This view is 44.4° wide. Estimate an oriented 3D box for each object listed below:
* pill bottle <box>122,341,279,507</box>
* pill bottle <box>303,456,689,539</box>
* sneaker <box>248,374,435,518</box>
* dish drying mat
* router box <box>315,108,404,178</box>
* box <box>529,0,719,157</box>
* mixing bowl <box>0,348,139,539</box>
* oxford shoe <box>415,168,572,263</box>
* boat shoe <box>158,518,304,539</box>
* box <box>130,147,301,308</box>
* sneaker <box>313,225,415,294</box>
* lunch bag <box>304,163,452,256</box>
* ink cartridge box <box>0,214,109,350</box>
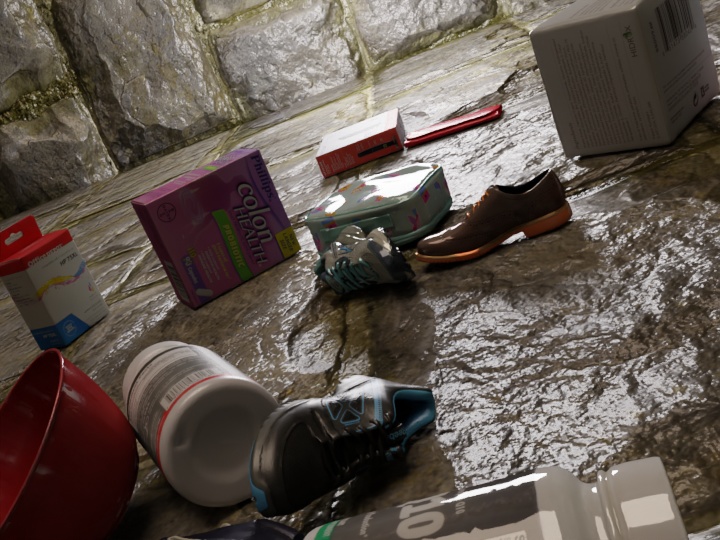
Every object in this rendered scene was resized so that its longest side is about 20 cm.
[{"bbox_3d":[-0.156,0.135,0.833,0.113,0.115,0.200,-29,19,-20],"label":"pill bottle"},{"bbox_3d":[0.074,0.170,0.467,0.199,0.114,0.113,-18,19,13],"label":"pill bottle"},{"bbox_3d":[-0.012,0.131,0.703,0.081,0.074,0.200,-4,15,33],"label":"sneaker"},{"bbox_3d":[0.185,-0.291,1.764,0.199,0.018,0.077,-16,19,20],"label":"dish drying mat"},{"bbox_3d":[0.003,-0.273,1.877,0.178,0.049,0.200,-19,19,10],"label":"router box"},{"bbox_3d":[0.380,-0.295,1.262,0.170,0.201,0.199,-1,29,44],"label":"box"},{"bbox_3d":[-0.267,0.181,0.782,0.200,0.108,0.201,-39,36,35],"label":"mixing bowl"},{"bbox_3d":[0.155,-0.067,1.090,0.199,0.073,0.071,-21,19,6],"label":"oxford shoe"},{"bbox_3d":[-0.124,0.223,0.643,0.199,0.075,0.093,-3,14,38],"label":"boat shoe"},{"bbox_3d":[-0.222,-0.069,1.376,0.199,0.177,0.097,-29,19,-21],"label":"box"},{"bbox_3d":[0.000,0.000,1.117,0.086,0.078,0.200,-40,15,-13],"label":"sneaker"},{"bbox_3d":[0.024,-0.082,1.282,0.199,0.078,0.161,-12,22,30],"label":"lunch bag"},{"bbox_3d":[-0.511,0.013,1.446,0.067,0.201,0.116,-11,22,31],"label":"ink cartridge box"}]
